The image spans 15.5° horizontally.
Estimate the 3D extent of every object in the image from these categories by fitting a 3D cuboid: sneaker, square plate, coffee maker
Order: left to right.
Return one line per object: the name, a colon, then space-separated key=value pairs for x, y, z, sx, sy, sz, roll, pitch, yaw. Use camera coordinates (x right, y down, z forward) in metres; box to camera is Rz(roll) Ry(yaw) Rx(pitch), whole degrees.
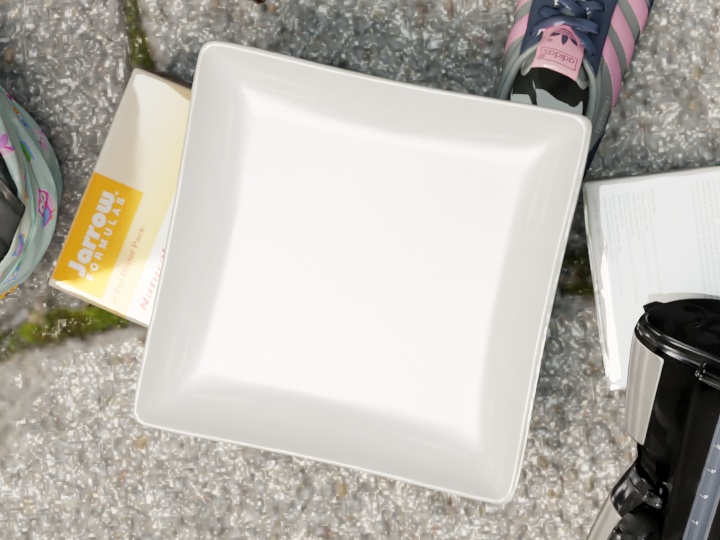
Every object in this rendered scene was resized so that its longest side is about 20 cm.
square plate: x=0.000 y=0.000 z=1.324 sx=0.199 sy=0.028 sz=0.199 roll=12 pitch=97 yaw=6
sneaker: x=0.112 y=-0.126 z=1.356 sx=0.070 sy=0.082 sz=0.201 roll=13 pitch=93 yaw=6
coffee maker: x=0.201 y=0.135 z=1.299 sx=0.192 sy=0.135 sz=0.200 roll=18 pitch=112 yaw=7

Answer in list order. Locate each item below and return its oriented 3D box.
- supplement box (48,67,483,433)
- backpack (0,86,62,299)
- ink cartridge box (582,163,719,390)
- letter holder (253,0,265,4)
supplement box: x=-0.045 y=-0.011 z=1.382 sx=0.200 sy=0.074 sz=0.126 roll=22 pitch=94 yaw=5
backpack: x=-0.247 y=-0.067 z=1.378 sx=0.200 sy=0.127 sz=0.167 roll=45 pitch=107 yaw=2
ink cartridge box: x=0.219 y=-0.004 z=1.365 sx=0.199 sy=0.050 sz=0.109 roll=-7 pitch=91 yaw=6
letter holder: x=-0.102 y=-0.243 z=1.347 sx=0.200 sy=0.142 sz=0.101 roll=42 pitch=96 yaw=4
